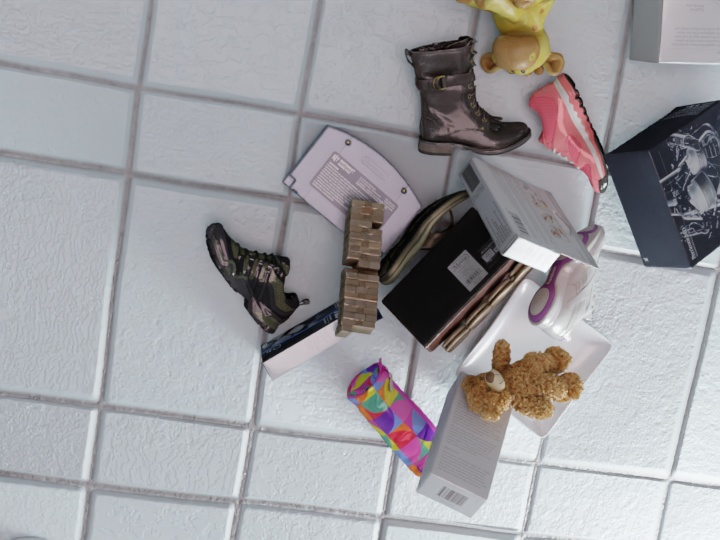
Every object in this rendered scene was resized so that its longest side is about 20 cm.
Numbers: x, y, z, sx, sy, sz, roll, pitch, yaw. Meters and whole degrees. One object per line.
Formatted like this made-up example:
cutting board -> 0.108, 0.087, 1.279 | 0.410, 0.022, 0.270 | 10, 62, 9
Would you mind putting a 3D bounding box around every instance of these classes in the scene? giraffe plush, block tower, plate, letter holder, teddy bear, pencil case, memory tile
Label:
giraffe plush -> 0.235, -0.370, 1.659 | 0.198, 0.171, 0.165 | -19, 119, -39
block tower -> 0.000, 0.000, 1.665 | 0.057, 0.054, 0.203 | 8, 76, -9
plate -> 0.285, 0.143, 1.819 | 0.198, 0.032, 0.201 | 35, 95, -13
letter holder -> 0.146, 0.022, 1.704 | 0.200, 0.142, 0.101 | -46, 74, 1
teddy bear -> 0.260, 0.173, 1.740 | 0.196, 0.067, 0.147 | 4, 61, -11
pencil case -> 0.062, 0.240, 1.781 | 0.088, 0.088, 0.201 | -39, 107, 2
memory tile -> 0.202, 0.053, 1.732 | 0.017, 0.153, 0.200 | 45, 93, 9

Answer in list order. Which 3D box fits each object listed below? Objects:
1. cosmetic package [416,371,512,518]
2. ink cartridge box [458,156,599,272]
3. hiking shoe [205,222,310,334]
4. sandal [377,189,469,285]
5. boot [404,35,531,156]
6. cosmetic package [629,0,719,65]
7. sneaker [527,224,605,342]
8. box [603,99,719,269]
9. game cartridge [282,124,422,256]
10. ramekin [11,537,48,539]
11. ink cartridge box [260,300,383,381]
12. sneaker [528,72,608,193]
cosmetic package -> 0.167, 0.273, 1.738 | 0.100, 0.202, 0.072 | 26, 141, -2
ink cartridge box -> 0.253, -0.075, 1.674 | 0.172, 0.201, 0.044 | 21, 121, -33
hiking shoe -> -0.163, -0.005, 1.711 | 0.100, 0.076, 0.201 | -36, 114, -8
sandal -> 0.102, -0.048, 1.715 | 0.057, 0.080, 0.201 | 43, 80, -12
boot -> 0.167, -0.268, 1.679 | 0.196, 0.069, 0.177 | -5, 115, -5
cosmetic package -> 0.531, -0.418, 1.687 | 0.196, 0.123, 0.204 | 0, 101, -8
sneaker -> 0.344, 0.021, 1.773 | 0.099, 0.075, 0.202 | 37, 77, -24
box -> 0.506, -0.133, 1.723 | 0.181, 0.104, 0.202 | -32, 106, -24
game cartridge -> -0.007, -0.126, 1.719 | 0.199, 0.042, 0.134 | 40, 90, -14
ramekin -> -0.532, 0.540, 1.753 | 0.197, 0.098, 0.204 | -2, 102, -7
ink cartridge box -> -0.063, 0.097, 1.725 | 0.198, 0.099, 0.040 | -29, 103, -2
sneaker -> 0.329, -0.208, 1.742 | 0.086, 0.074, 0.202 | -22, 106, 18
